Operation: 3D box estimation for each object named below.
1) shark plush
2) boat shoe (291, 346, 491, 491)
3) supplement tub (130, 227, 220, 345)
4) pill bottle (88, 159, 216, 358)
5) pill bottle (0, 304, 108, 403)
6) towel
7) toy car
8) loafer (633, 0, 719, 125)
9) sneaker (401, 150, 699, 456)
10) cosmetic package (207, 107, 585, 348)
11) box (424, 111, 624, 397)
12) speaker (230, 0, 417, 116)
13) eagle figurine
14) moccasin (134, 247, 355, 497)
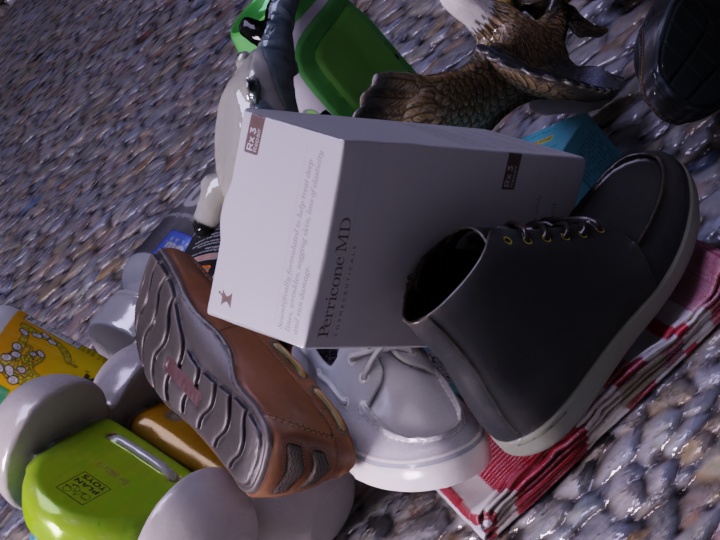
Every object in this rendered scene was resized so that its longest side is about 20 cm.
[{"bbox_3d":[-0.056,-0.094,1.463,0.091,0.083,0.201,-35,52,51],"label":"shark plush"},{"bbox_3d":[0.011,0.060,1.236,0.072,0.069,0.200,-19,23,-11],"label":"boat shoe"},{"bbox_3d":[-0.083,0.050,1.482,0.122,0.123,0.200,-29,23,36],"label":"supplement tub"},{"bbox_3d":[-0.104,-0.001,1.655,0.200,0.114,0.114,-52,20,-25],"label":"pill bottle"},{"bbox_3d":[-0.228,0.093,1.528,0.113,0.199,0.113,-61,1,2],"label":"pill bottle"},{"bbox_3d":[0.115,0.053,1.220,0.200,0.023,0.144,-44,17,-3],"label":"towel"},{"bbox_3d":[-0.116,0.143,1.296,0.200,0.175,0.151,-20,-49,-50],"label":"toy car"},{"bbox_3d":[0.204,-0.135,1.399,0.072,0.073,0.200,-41,6,33],"label":"loafer"},{"bbox_3d":[0.104,-0.012,1.166,0.075,0.106,0.200,-8,40,47],"label":"sneaker"},{"bbox_3d":[0.021,-0.021,1.187,0.081,0.199,0.114,19,104,40],"label":"cosmetic package"},{"bbox_3d":[0.085,-0.007,1.373,0.082,0.049,0.200,-21,28,49],"label":"box"},{"bbox_3d":[0.001,-0.114,1.547,0.088,0.200,0.089,-37,19,15],"label":"speaker"},{"bbox_3d":[0.092,-0.131,1.432,0.200,0.150,0.152,-65,-10,-46],"label":"eagle figurine"},{"bbox_3d":[-0.066,0.051,1.244,0.201,0.077,0.074,41,123,49],"label":"moccasin"}]
